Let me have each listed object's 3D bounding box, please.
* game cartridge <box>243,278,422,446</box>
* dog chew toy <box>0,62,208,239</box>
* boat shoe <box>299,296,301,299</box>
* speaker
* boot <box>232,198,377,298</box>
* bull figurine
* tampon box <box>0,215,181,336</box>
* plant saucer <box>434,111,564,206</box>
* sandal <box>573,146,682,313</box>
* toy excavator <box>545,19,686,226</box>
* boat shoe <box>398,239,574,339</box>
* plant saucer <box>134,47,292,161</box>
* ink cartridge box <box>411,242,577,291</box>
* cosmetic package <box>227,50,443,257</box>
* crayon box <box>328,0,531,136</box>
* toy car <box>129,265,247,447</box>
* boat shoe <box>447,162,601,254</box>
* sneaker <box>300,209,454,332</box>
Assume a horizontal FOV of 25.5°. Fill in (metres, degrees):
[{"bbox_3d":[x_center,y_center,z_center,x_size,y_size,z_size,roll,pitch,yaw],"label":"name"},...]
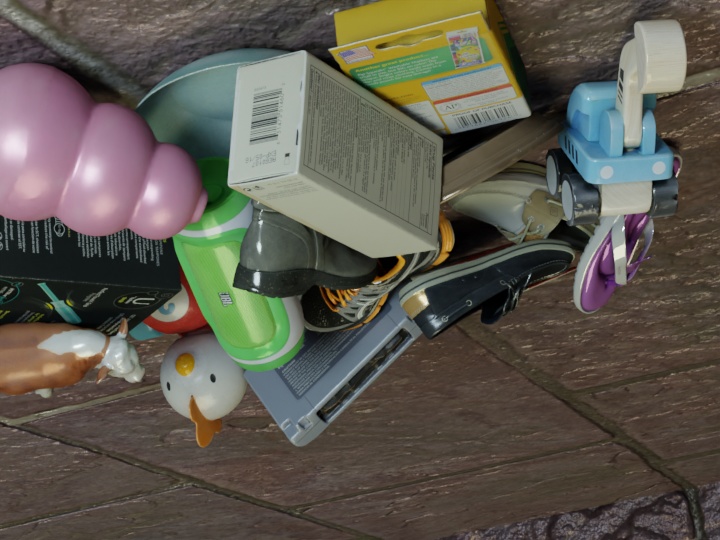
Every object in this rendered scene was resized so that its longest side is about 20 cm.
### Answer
[{"bbox_3d":[-0.025,0.072,1.637,0.200,0.133,0.042,-44,129,2],"label":"game cartridge"},{"bbox_3d":[-0.218,-0.086,1.275,0.198,0.126,0.125,20,154,-12],"label":"dog chew toy"},{"bbox_3d":[-0.048,0.026,1.763,0.199,0.074,0.062,-27,150,32],"label":"boat shoe"},{"bbox_3d":[-0.111,-0.003,1.426,0.087,0.089,0.201,-10,133,9],"label":"speaker"},{"bbox_3d":[-0.036,-0.051,1.382,0.067,0.133,0.199,14,-168,28],"label":"boot"},{"bbox_3d":[-0.302,0.085,1.471,0.197,0.066,0.121,2,161,-23],"label":"bull figurine"},{"bbox_3d":[-0.286,-0.023,1.466,0.198,0.128,0.149,5,157,-33],"label":"tampon box"},{"bbox_3d":[0.090,-0.091,1.432,0.198,0.030,0.200,-28,-175,3],"label":"plant saucer"},{"bbox_3d":[0.272,-0.031,1.608,0.082,0.050,0.204,-11,133,-41],"label":"sandal"},{"bbox_3d":[0.229,-0.137,1.390,0.098,0.203,0.195,-5,-156,-6],"label":"toy excavator"},{"bbox_3d":[0.131,0.019,1.573,0.198,0.063,0.075,-17,162,-27],"label":"boat shoe"},{"bbox_3d":[-0.095,-0.143,1.337,0.198,0.039,0.201,-7,160,-2],"label":"plant saucer"},{"bbox_3d":[0.124,0.008,1.723,0.199,0.051,0.108,-17,-178,41],"label":"ink cartridge box"},{"bbox_3d":[-0.016,-0.088,1.281,0.072,0.105,0.199,-7,159,33],"label":"cosmetic package"},{"bbox_3d":[0.058,-0.172,1.290,0.124,0.052,0.200,-12,160,13],"label":"crayon box"},{"bbox_3d":[-0.174,0.082,1.679,0.182,0.203,0.177,-13,159,14],"label":"toy car"},{"bbox_3d":[0.174,-0.060,1.607,0.198,0.069,0.075,4,157,-28],"label":"boat shoe"},{"bbox_3d":[0.000,0.000,1.553,0.200,0.079,0.077,-39,166,36],"label":"sneaker"}]
